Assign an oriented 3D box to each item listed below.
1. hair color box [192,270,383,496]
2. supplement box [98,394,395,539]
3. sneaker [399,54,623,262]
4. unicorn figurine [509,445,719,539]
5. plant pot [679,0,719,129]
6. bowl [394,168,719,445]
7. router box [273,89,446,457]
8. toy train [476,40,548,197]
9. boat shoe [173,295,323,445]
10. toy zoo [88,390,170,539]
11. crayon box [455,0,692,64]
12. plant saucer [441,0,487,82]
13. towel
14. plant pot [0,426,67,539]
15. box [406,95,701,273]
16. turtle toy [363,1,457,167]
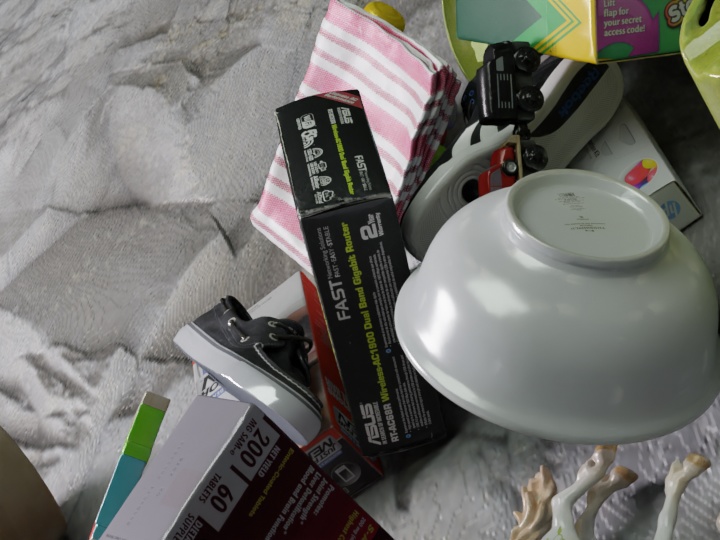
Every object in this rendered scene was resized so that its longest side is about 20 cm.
[{"bbox_3d":[-0.058,0.100,1.245,0.111,0.064,0.200,-36,31,12],"label":"hair color box"},{"bbox_3d":[-0.044,0.174,0.990,0.061,0.200,0.109,3,54,51],"label":"supplement box"},{"bbox_3d":[0.088,-0.081,1.217,0.200,0.073,0.112,-43,25,-15],"label":"sneaker"},{"bbox_3d":[0.144,0.160,0.923,0.138,0.074,0.200,-58,16,-22],"label":"unicorn figurine"},{"bbox_3d":[0.277,-0.094,0.954,0.200,0.184,0.201,-32,31,22],"label":"plant pot"},{"bbox_3d":[0.124,0.004,1.002,0.201,0.200,0.091,-90,8,-55],"label":"bowl"},{"bbox_3d":[0.000,0.000,1.153,0.062,0.200,0.150,-14,33,0],"label":"router box"},{"bbox_3d":[0.099,-0.054,1.129,0.034,0.046,0.201,144,124,-72],"label":"toy train"},{"bbox_3d":[-0.066,0.060,1.184,0.066,0.070,0.200,-48,23,-8],"label":"boat shoe"},{"bbox_3d":[-0.183,0.191,1.230,0.131,0.020,0.201,129,160,-73],"label":"toy zoo"},{"bbox_3d":[0.194,-0.188,1.198,0.199,0.058,0.172,-11,18,-26],"label":"crayon box"},{"bbox_3d":[0.130,-0.233,1.372,0.200,0.031,0.201,14,106,59],"label":"plant saucer"},{"bbox_3d":[-0.011,-0.089,1.296,0.146,0.030,0.200,38,114,40],"label":"towel"},{"bbox_3d":[-0.333,0.206,1.347,0.173,0.200,0.200,-37,26,-20],"label":"plant pot"},{"bbox_3d":[0.125,-0.031,1.209,0.200,0.041,0.156,-38,30,13],"label":"box"},{"bbox_3d":[0.023,-0.110,1.374,0.146,0.101,0.200,-56,25,27],"label":"turtle toy"}]
